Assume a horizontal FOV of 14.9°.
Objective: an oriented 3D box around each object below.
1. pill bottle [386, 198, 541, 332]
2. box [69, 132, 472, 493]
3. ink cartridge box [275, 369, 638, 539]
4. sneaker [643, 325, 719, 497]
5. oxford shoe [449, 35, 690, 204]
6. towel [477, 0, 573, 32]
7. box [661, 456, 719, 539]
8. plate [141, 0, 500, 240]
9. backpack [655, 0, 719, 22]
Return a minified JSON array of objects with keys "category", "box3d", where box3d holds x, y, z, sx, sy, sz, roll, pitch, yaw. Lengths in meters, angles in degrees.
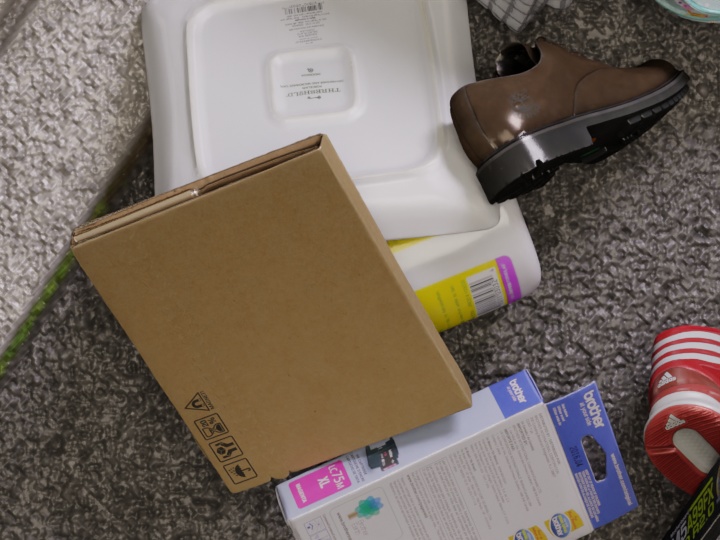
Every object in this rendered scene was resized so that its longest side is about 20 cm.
[{"category":"pill bottle","box3d":[0.000,0.000,1.639,0.199,0.104,0.105,-22,93,-2]},{"category":"box","box3d":[-0.048,0.029,1.571,0.163,0.021,0.201,-21,122,17]},{"category":"ink cartridge box","box3d":[0.060,0.137,1.651,0.199,0.042,0.120,-24,129,0]},{"category":"sneaker","box3d":[0.237,0.107,1.670,0.078,0.116,0.200,-19,130,22]},{"category":"oxford shoe","box3d":[0.125,-0.106,1.615,0.073,0.199,0.085,-40,77,37]},{"category":"towel","box3d":[0.078,-0.242,1.581,0.165,0.200,0.086,39,70,7]},{"category":"box","box3d":[0.273,0.158,1.603,0.159,0.044,0.201,16,134,-11]},{"category":"plate","box3d":[-0.027,-0.102,1.614,0.198,0.032,0.201,-7,55,0]},{"category":"backpack","box3d":[0.246,-0.230,1.632,0.199,0.127,0.168,-22,96,2]}]
